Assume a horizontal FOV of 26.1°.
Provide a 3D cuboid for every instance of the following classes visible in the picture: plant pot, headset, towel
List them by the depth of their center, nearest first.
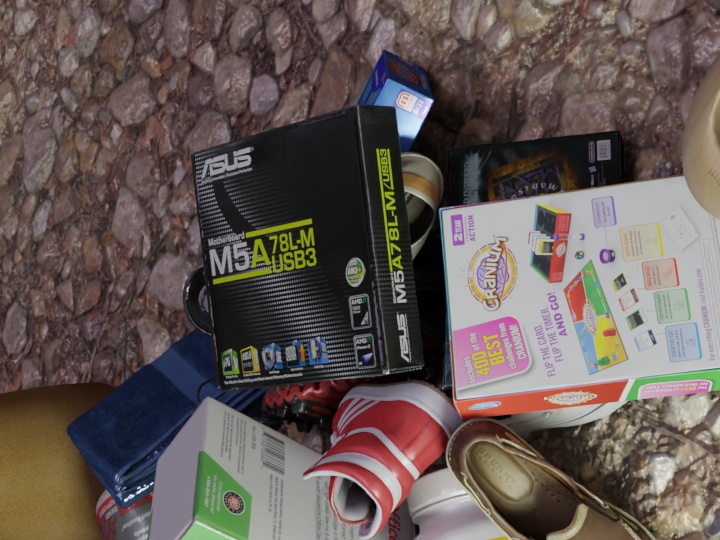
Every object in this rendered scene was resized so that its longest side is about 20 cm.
[{"bbox_3d":[-0.090,0.037,1.303,0.094,0.124,0.201,7,73,17],"label":"headset"},{"bbox_3d":[-0.159,0.114,1.376,0.200,0.049,0.112,-37,48,-15],"label":"towel"},{"bbox_3d":[-0.343,0.195,1.507,0.186,0.200,0.187,-9,77,43],"label":"plant pot"}]

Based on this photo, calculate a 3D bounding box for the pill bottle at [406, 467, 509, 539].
[{"bbox_3d":[0.095,0.248,1.143,0.112,0.112,0.201,-30,62,36],"label":"pill bottle"}]

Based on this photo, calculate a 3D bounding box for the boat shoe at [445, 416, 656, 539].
[{"bbox_3d":[0.141,0.182,1.074,0.202,0.075,0.075,36,88,3],"label":"boat shoe"}]

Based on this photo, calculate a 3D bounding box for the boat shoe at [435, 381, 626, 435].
[{"bbox_3d":[0.126,0.084,1.174,0.200,0.066,0.072,-21,68,39],"label":"boat shoe"}]

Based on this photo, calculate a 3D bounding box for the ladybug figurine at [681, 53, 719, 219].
[{"bbox_3d":[0.303,-0.113,1.035,0.200,0.072,0.136,-48,57,22],"label":"ladybug figurine"}]

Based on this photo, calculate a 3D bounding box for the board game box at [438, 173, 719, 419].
[{"bbox_3d":[0.160,0.017,1.089,0.199,0.040,0.153,-7,64,10],"label":"board game box"}]

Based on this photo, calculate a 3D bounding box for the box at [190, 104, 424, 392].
[{"bbox_3d":[-0.044,-0.012,1.169,0.200,0.047,0.194,-9,88,46],"label":"box"}]

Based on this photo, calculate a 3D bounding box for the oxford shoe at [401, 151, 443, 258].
[{"bbox_3d":[0.000,0.000,1.193,0.200,0.075,0.058,-59,10,22],"label":"oxford shoe"}]

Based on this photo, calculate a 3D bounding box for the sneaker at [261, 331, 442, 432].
[{"bbox_3d":[-0.012,0.071,1.307,0.200,0.071,0.098,-32,52,42],"label":"sneaker"}]

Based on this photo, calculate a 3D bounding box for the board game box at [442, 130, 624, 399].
[{"bbox_3d":[0.129,-0.005,1.150,0.135,0.028,0.201,-4,65,16],"label":"board game box"}]

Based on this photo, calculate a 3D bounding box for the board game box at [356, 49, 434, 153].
[{"bbox_3d":[-0.005,-0.074,1.283,0.152,0.045,0.200,-93,28,-74],"label":"board game box"}]

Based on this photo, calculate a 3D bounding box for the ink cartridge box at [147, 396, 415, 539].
[{"bbox_3d":[-0.059,0.209,1.208,0.084,0.200,0.146,-51,21,26],"label":"ink cartridge box"}]

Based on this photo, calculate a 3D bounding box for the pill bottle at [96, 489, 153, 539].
[{"bbox_3d":[-0.155,0.279,1.371,0.116,0.116,0.200,-41,57,31],"label":"pill bottle"}]

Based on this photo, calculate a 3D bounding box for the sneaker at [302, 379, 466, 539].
[{"bbox_3d":[-0.002,0.146,1.185,0.113,0.071,0.200,-47,6,-21],"label":"sneaker"}]

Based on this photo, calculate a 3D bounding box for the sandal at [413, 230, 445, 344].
[{"bbox_3d":[0.061,0.003,1.222,0.200,0.075,0.048,43,144,50],"label":"sandal"}]
